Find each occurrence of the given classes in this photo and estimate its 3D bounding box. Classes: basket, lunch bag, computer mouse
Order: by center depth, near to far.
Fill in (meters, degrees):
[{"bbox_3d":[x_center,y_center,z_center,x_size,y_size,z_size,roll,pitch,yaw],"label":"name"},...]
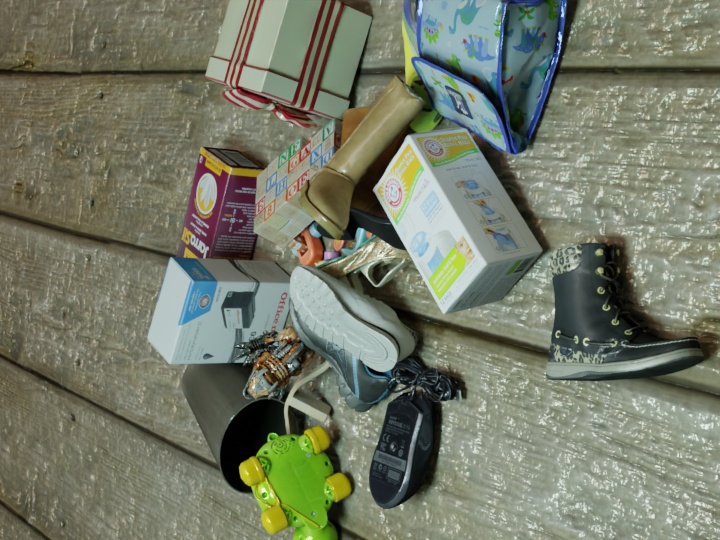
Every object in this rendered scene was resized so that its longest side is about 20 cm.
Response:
[{"bbox_3d":[0.153,-0.264,1.502,0.170,0.126,0.203,37,135,46],"label":"lunch bag"},{"bbox_3d":[0.072,0.227,1.631,0.138,0.052,0.203,18,90,53],"label":"computer mouse"},{"bbox_3d":[-0.199,0.221,1.918,0.200,0.134,0.183,47,143,48],"label":"basket"}]

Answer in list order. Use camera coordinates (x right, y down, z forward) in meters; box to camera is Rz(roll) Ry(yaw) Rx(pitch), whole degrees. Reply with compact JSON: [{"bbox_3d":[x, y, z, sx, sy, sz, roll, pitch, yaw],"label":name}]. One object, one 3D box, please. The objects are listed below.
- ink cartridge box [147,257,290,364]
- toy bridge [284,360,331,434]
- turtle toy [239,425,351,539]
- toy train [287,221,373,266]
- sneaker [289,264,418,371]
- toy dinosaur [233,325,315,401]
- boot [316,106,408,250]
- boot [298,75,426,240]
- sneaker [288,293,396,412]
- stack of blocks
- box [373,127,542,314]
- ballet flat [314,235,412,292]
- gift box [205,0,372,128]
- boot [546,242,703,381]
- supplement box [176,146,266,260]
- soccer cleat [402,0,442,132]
[{"bbox_3d":[-0.215,0.064,1.891,0.084,0.198,0.147,37,116,44],"label":"ink cartridge box"},{"bbox_3d":[-0.078,0.202,1.810,0.202,0.067,0.027,-63,2,28],"label":"toy bridge"},{"bbox_3d":[-0.092,0.333,1.778,0.202,0.144,0.101,64,159,9],"label":"turtle toy"},{"bbox_3d":[-0.048,-0.047,1.796,0.200,0.055,0.152,-41,57,44],"label":"toy train"},{"bbox_3d":[-0.012,0.058,1.662,0.199,0.080,0.077,39,130,14],"label":"sneaker"},{"bbox_3d":[-0.105,0.126,1.767,0.135,0.198,0.103,-31,81,51],"label":"toy dinosaur"},{"bbox_3d":[0.046,-0.130,1.653,0.186,0.069,0.202,3,61,24],"label":"boot"},{"bbox_3d":[0.005,-0.149,1.537,0.200,0.066,0.176,-48,23,10],"label":"boot"},{"bbox_3d":[-0.023,0.099,1.712,0.082,0.073,0.201,-36,91,35],"label":"sneaker"},{"bbox_3d":[-0.079,-0.140,1.808,0.199,0.058,0.116,-38,38,38],"label":"stack of blocks"},{"bbox_3d":[0.118,-0.065,1.509,0.202,0.100,0.113,61,140,22],"label":"box"},{"bbox_3d":[0.000,0.000,1.692,0.199,0.070,0.066,-30,74,31],"label":"ballet flat"},{"bbox_3d":[-0.112,-0.321,1.806,0.199,0.183,0.189,22,96,54],"label":"gift box"},{"bbox_3d":[0.284,0.042,1.342,0.202,0.073,0.156,-13,75,50],"label":"boot"},{"bbox_3d":[-0.229,-0.091,2.011,0.110,0.085,0.203,34,115,47],"label":"supplement box"},{"bbox_3d":[0.088,-0.288,1.645,0.084,0.064,0.204,-163,73,-82],"label":"soccer cleat"}]
